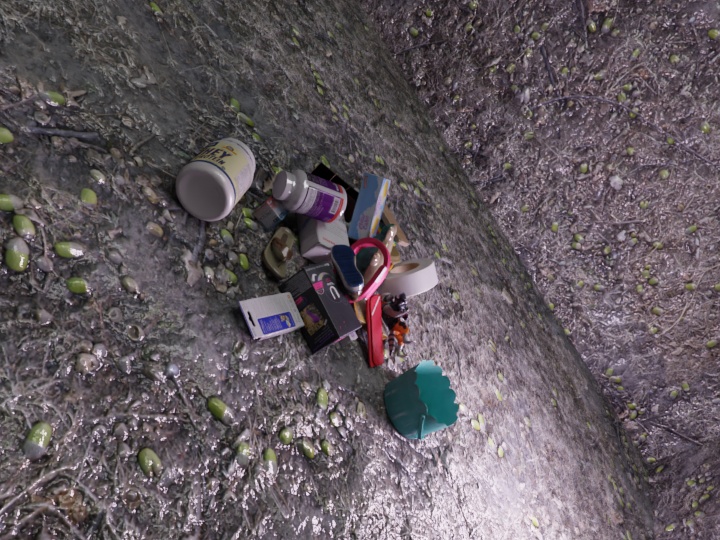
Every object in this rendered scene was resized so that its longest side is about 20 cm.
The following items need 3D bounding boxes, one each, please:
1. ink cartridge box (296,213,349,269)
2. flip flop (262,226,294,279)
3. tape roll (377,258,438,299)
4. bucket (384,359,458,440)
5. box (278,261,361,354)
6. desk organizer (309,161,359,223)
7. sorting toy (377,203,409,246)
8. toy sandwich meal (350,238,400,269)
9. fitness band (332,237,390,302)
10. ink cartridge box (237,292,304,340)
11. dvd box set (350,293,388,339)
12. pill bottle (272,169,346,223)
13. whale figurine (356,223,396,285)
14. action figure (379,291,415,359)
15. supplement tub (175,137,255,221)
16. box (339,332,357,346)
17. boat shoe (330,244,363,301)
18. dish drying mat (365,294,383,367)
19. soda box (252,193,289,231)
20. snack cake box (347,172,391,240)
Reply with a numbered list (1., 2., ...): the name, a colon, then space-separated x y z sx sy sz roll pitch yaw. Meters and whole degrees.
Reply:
1. ink cartridge box: -0.113 -0.119 1.705 0.146 0.085 0.203 28 43 -42
2. flip flop: -0.208 -0.057 1.524 0.081 0.057 0.202 44 31 -23
3. tape roll: 0.149 0.025 1.848 0.202 0.199 0.072 -40 117 -61
4. bucket: 0.172 0.372 1.624 0.206 0.134 0.210 37 35 -32
5. box: -0.104 0.094 1.490 0.203 0.105 0.122 61 29 6
6. desk organizer: -0.085 -0.253 1.828 0.199 0.077 0.072 39 29 3
7. sorting toy: 0.083 -0.166 2.037 0.201 0.069 0.200 60 11 9
8. toy sandwich meal: 0.044 -0.058 1.884 0.202 0.071 0.206 25 19 -9
9. fitness band: 0.000 0.000 1.616 0.143 0.201 0.037 38 -2 34
10. ink cartridge box: -0.219 0.110 1.369 0.199 0.037 0.096 -7 69 -62
11. dvd box set: 0.013 0.113 1.701 0.199 0.029 0.149 36 35 -53
12. pill bottle: -0.141 -0.208 1.572 0.197 0.112 0.114 16 48 -37
13. whale figurine: 0.038 -0.057 1.713 0.102 0.203 0.159 28 16 8
14. action figure: 0.102 0.145 1.701 0.201 0.103 0.196 79 -9 -62
15. supplement tub: -0.345 -0.227 1.385 0.145 0.144 0.201 47 30 -18
16. box: -0.076 0.111 1.588 0.203 0.041 0.039 61 29 7
17. boat shoe: -0.043 0.006 1.562 0.071 0.074 0.202 -3 38 -13
18. dish drying mat: 0.043 0.174 1.650 0.076 0.018 0.205 -1 87 -60
19. soda box: -0.228 -0.192 1.617 0.069 0.063 0.201 50 30 -13
20. snack cake box: 0.028 -0.195 1.769 0.066 0.204 0.115 18 9 11
